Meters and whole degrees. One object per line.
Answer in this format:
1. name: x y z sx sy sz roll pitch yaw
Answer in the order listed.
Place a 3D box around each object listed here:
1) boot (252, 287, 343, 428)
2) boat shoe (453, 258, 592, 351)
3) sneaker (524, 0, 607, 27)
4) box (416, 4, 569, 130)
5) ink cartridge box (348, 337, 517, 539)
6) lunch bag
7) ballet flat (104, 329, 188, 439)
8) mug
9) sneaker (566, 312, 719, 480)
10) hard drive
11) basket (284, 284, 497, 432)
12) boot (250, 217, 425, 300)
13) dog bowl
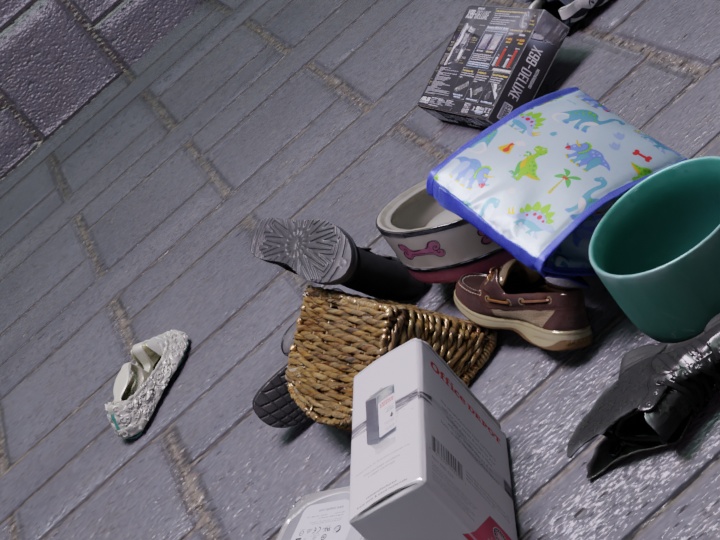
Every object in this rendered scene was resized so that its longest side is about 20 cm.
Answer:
1. boot: -0.062 0.102 1.652 0.200 0.070 0.131 -38 20 -20
2. boat shoe: 0.159 0.021 1.422 0.072 0.073 0.200 -13 19 -23
3. sneaker: 0.247 -0.369 1.944 0.129 0.080 0.199 -40 34 -20
4. box: 0.170 -0.265 1.868 0.159 0.050 0.200 -62 27 -2
5. ink cartridge box: 0.063 0.177 1.246 0.085 0.146 0.201 -32 26 21
6. lunch bag: 0.188 -0.073 1.382 0.199 0.128 0.170 -21 43 -33
7. ballet flat: -0.285 0.135 1.899 0.071 0.072 0.201 -23 30 32
8. mug: 0.307 -0.014 1.249 0.184 0.115 0.152 -24 28 30
9. sneaker: 0.266 0.103 1.190 0.199 0.060 0.105 -25 28 41
10. hard drive: -0.041 0.290 1.340 0.139 0.038 0.201 -18 35 41
11. basket: 0.029 0.105 1.511 0.200 0.148 0.144 12 90 59
12. boot: -0.001 0.000 1.585 0.164 0.199 0.066 22 88 47
13. dog bowl: 0.121 -0.056 1.573 0.199 0.074 0.200 -20 17 7
